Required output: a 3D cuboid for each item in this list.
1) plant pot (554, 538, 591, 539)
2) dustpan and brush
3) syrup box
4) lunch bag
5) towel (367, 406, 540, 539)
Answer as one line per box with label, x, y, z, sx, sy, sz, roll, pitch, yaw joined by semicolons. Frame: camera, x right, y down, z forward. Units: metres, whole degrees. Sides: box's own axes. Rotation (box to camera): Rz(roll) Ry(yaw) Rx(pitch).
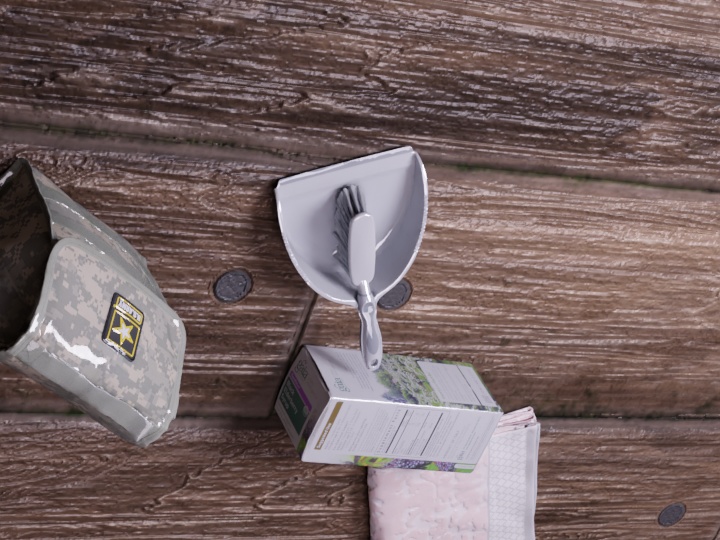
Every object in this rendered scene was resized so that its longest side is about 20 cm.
plant pot;0.229;0.366;1.900;0.200;0.093;0.202;-15;131;-18
dustpan and brush;0.000;0.000;1.518;0.139;0.057;0.201;-16;131;-16
syrup box;0.027;0.134;1.624;0.199;0.079;0.082;7;122;-31
lunch bag;-0.226;0.033;1.335;0.117;0.200;0.164;-41;132;8
towel;0.098;0.247;1.782;0.190;0.032;0.201;-15;130;-16
